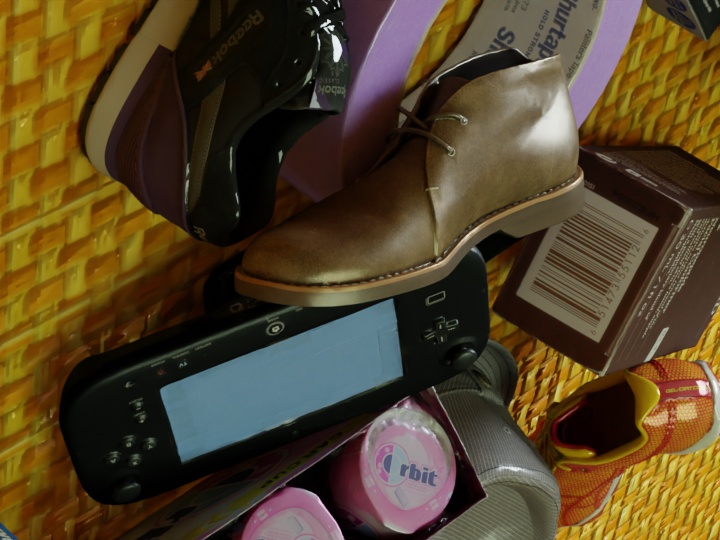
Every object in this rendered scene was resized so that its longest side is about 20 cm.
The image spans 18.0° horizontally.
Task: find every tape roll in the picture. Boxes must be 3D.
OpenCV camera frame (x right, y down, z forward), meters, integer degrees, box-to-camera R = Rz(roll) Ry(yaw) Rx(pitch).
[{"bbox_3d":[0.041,-0.109,1.003,0.200,0.066,0.201,-35,145,-29],"label":"tape roll"}]

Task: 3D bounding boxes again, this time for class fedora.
[{"bbox_3d":[0.050,0.130,1.244,0.177,0.090,0.200,-51,151,-5],"label":"fedora"}]

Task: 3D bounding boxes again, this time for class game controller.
[{"bbox_3d":[-0.036,0.043,1.009,0.199,0.042,0.104,-22,154,-9],"label":"game controller"}]

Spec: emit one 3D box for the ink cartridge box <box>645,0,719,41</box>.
[{"bbox_3d":[0.157,-0.198,1.097,0.094,0.044,0.200,-53,151,-4],"label":"ink cartridge box"}]

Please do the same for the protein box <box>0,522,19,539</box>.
[{"bbox_3d":[-0.240,0.162,0.811,0.200,0.135,0.198,-58,150,8],"label":"protein box"}]

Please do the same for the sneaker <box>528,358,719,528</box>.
[{"bbox_3d":[0.126,0.096,1.307,0.077,0.073,0.200,2,152,-28],"label":"sneaker"}]

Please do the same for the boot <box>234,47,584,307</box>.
[{"bbox_3d":[0.020,-0.040,0.930,0.200,0.073,0.076,-27,124,-45],"label":"boot"}]

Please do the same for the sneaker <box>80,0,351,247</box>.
[{"bbox_3d":[-0.026,-0.104,0.886,0.076,0.087,0.201,-1,122,-55],"label":"sneaker"}]

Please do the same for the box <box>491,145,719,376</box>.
[{"bbox_3d":[0.150,-0.008,1.222,0.100,0.075,0.200,-64,163,14],"label":"box"}]

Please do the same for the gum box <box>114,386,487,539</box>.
[{"bbox_3d":[-0.053,0.134,1.066,0.200,0.066,0.113,-32,-173,-33],"label":"gum box"}]

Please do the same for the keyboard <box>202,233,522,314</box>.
[{"bbox_3d":[0.000,0.000,1.107,0.200,0.040,0.104,-31,121,-33],"label":"keyboard"}]
